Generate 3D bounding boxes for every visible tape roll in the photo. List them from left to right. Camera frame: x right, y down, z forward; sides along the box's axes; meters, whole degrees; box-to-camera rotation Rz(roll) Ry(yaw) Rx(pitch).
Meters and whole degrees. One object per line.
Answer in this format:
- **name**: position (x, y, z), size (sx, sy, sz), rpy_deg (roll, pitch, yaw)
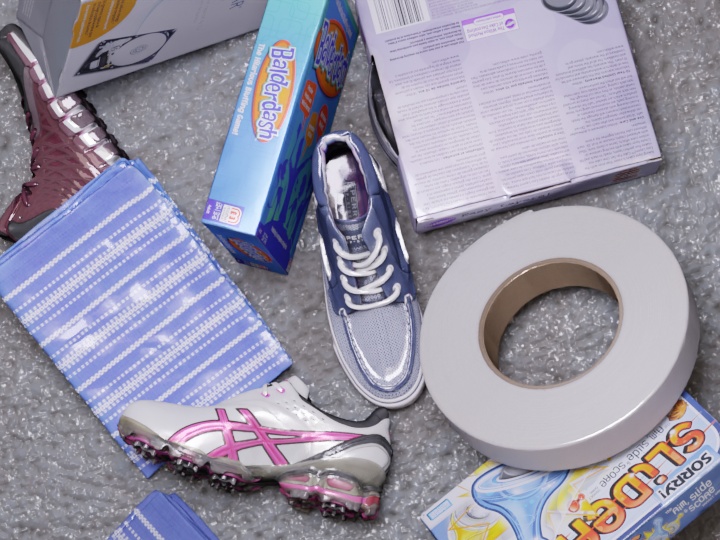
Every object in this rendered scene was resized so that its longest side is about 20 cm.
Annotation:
- **tape roll**: position (0.140, 0.045, 1.561), size (0.203, 0.037, 0.203), rpy_deg (-12, 55, 18)

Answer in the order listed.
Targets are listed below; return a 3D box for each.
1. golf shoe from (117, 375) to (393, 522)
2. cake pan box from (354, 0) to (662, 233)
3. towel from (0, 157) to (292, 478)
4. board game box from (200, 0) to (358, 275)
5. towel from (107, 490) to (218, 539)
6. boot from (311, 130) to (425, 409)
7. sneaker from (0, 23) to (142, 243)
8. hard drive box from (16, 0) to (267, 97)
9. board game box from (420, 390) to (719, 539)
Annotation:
- **golf shoe**: position (-0.075, 0.119, 1.600), size (0.200, 0.073, 0.092), rpy_deg (14, 75, -2)
- **cake pan box**: position (0.105, -0.137, 1.625), size (0.200, 0.052, 0.184), rpy_deg (-15, 76, -3)
- **towel**: position (-0.163, 0.034, 1.618), size (0.145, 0.024, 0.200), rpy_deg (-38, 96, 2)
- **board game box**: position (-0.055, -0.109, 1.598), size (0.045, 0.152, 0.200), rpy_deg (14, 82, 9)
- **towel**: position (-0.165, 0.273, 1.582), size (0.200, 0.024, 0.145), rpy_deg (-47, 60, -2)
- **boot**: position (0.000, 0.000, 1.601), size (0.073, 0.090, 0.200), rpy_deg (-16, 78, 4)
- **sneaker**: position (-0.245, -0.083, 1.658), size (0.115, 0.076, 0.200), rpy_deg (-37, 78, 2)
- **hard drive box**: position (-0.138, -0.220, 1.594), size (0.200, 0.156, 0.077), rpy_deg (-22, 76, -21)
- **board game box**: position (0.157, 0.156, 1.537), size (0.200, 0.034, 0.135), rpy_deg (-39, 42, -4)
